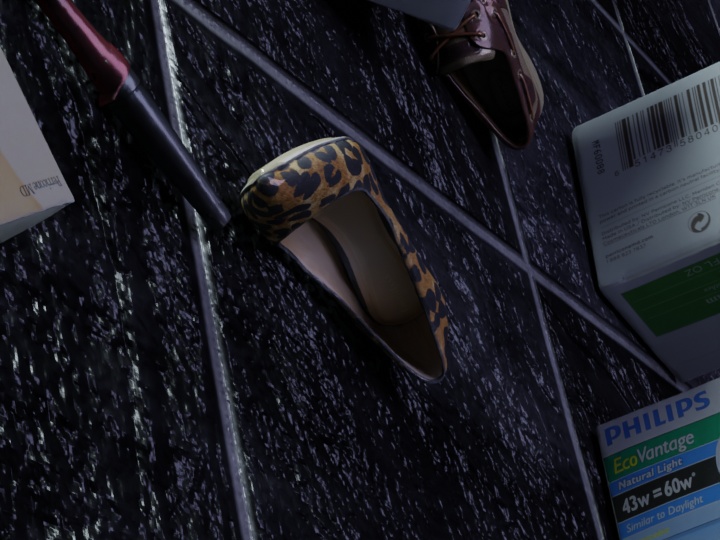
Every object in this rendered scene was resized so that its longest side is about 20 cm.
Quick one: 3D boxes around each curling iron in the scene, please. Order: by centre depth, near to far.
[{"bbox_3d":[-0.126,-0.098,1.012,0.200,0.026,0.050,59,-15,-25],"label":"curling iron"}]

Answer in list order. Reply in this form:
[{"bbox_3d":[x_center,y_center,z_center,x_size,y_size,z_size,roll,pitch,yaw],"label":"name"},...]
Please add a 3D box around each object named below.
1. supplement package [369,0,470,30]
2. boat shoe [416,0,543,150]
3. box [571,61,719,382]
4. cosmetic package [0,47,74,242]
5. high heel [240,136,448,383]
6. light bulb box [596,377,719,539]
[{"bbox_3d":[0.038,-0.289,1.422,0.117,0.117,0.201,18,39,-14],"label":"supplement package"},{"bbox_3d":[0.084,-0.180,1.532,0.201,0.072,0.072,61,20,-27],"label":"boat shoe"},{"bbox_3d":[0.319,-0.049,1.749,0.171,0.198,0.201,44,32,-42],"label":"box"},{"bbox_3d":[-0.203,-0.095,0.780,0.201,0.071,0.105,64,21,-3],"label":"cosmetic package"},{"bbox_3d":[0.000,0.000,1.135,0.143,0.071,0.200,62,12,9],"label":"high heel"},{"bbox_3d":[0.300,0.186,1.459,0.125,0.197,0.201,42,30,-46],"label":"light bulb box"}]
